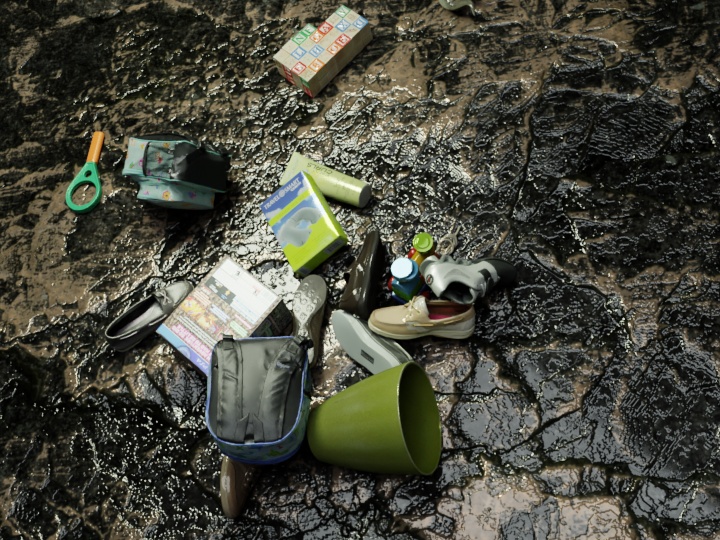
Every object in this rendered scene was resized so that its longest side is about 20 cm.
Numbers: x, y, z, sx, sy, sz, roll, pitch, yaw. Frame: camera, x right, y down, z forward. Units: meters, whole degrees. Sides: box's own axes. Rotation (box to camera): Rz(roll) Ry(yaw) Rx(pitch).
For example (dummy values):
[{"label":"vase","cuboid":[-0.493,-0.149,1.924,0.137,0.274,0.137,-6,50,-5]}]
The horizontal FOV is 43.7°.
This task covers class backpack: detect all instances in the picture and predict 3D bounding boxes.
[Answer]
[{"label":"backpack","cuboid":[-0.388,-0.206,1.852,0.198,0.175,0.156,19,99,32]},{"label":"backpack","cuboid":[-0.172,0.230,1.548,0.180,0.148,0.202,0,54,3]}]

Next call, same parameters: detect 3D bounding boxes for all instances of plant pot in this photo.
[{"label":"plant pot","cuboid":[0.014,0.266,1.543,0.197,0.187,0.190,-13,60,24]}]

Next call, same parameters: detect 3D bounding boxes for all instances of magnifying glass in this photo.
[{"label":"magnifying glass","cuboid":[-0.599,-0.218,1.989,0.078,0.022,0.203,0,66,12]}]

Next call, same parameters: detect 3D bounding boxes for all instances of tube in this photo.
[{"label":"tube","cuboid":[-0.073,-0.182,1.847,0.198,0.052,0.058,22,41,26]}]

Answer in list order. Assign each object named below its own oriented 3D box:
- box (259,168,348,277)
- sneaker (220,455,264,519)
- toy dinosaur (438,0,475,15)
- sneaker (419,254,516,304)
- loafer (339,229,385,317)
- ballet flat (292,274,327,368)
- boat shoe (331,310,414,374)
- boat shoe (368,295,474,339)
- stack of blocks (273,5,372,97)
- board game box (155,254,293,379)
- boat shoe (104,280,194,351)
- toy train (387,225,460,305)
[{"label":"box","cuboid":[-0.119,-0.104,1.799,0.121,0.048,0.201,-37,61,13]},{"label":"sneaker","cuboid":[-0.201,0.338,1.598,0.074,0.071,0.203,-2,64,10]},{"label":"toy dinosaur","cuboid":[0.210,-0.621,2.005,0.101,0.077,0.202,-25,66,12]},{"label":"sneaker","cuboid":[0.206,0.027,1.631,0.197,0.075,0.089,0,47,-25]},{"label":"loafer","cuboid":[0.000,0.000,1.707,0.070,0.074,0.202,0,45,16]},{"label":"ballet flat","cuboid":[-0.098,0.102,1.715,0.066,0.047,0.202,-1,59,7]},{"label":"boat shoe","cuboid":[0.023,0.137,1.661,0.063,0.071,0.200,-19,46,-36]},{"label":"boat shoe","cuboid":[0.113,0.079,1.640,0.197,0.070,0.074,0,38,-5]},{"label":"stack of blocks","cuboid":[-0.082,-0.495,1.997,0.115,0.059,0.200,38,77,26]},{"label":"board game box","cuboid":[-0.256,0.103,1.711,0.159,0.097,0.200,36,75,25]},{"label":"boat shoe","cuboid":[-0.416,0.085,1.776,0.199,0.057,0.067,-39,63,-9]},{"label":"toy train","cuboid":[0.126,-0.036,1.692,0.084,0.116,0.201,29,73,23]}]
